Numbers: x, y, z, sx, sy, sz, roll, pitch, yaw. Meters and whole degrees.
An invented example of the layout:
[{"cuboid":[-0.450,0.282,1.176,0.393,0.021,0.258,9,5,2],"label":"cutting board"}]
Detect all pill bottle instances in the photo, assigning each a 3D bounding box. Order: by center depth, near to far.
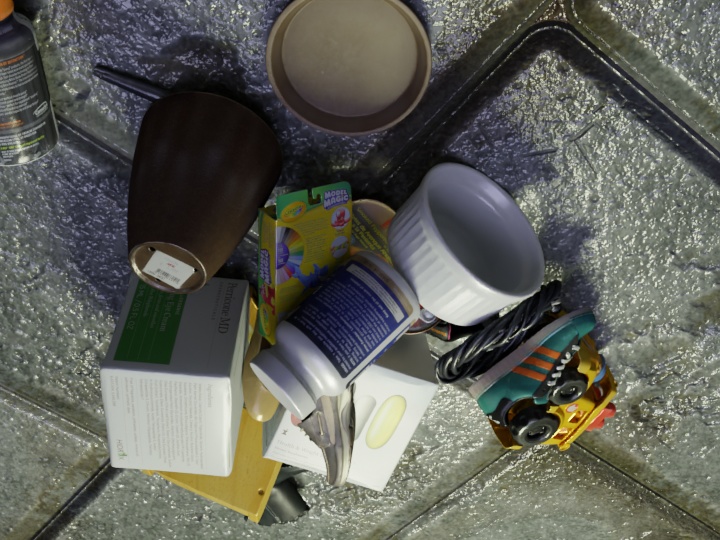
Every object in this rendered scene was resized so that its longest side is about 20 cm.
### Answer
[{"cuboid":[-0.425,-0.233,1.162,0.105,0.107,0.201,1,129,1],"label":"pill bottle"},{"cuboid":[-0.032,0.080,1.207,0.200,0.115,0.116,-43,126,-16],"label":"pill bottle"}]

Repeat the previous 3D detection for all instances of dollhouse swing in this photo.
[{"cuboid":[-0.221,0.289,1.563,0.199,0.176,0.183,21,87,6],"label":"dollhouse swing"}]

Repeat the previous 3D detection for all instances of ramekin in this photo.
[{"cuboid":[0.128,-0.028,1.253,0.200,0.201,0.098,31,131,-21],"label":"ramekin"}]

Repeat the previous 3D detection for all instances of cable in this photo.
[{"cuboid":[0.184,0.087,1.288,0.199,0.163,0.051,-34,81,-4],"label":"cable"}]

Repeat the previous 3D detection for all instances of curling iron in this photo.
[{"cuboid":[-0.238,-0.203,1.229,0.199,0.026,0.050,24,129,-16],"label":"curling iron"}]

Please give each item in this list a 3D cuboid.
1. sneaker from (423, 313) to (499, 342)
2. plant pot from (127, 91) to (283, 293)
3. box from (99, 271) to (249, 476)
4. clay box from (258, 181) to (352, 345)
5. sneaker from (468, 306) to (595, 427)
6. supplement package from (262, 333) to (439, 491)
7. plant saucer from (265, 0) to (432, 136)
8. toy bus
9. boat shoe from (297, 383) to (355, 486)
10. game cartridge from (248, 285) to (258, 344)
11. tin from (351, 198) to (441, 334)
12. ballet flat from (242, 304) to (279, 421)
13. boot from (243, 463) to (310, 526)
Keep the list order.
[{"cuboid":[0.103,0.058,1.389,0.198,0.087,0.081,-1,129,3],"label":"sneaker"},{"cuboid":[-0.204,-0.077,1.194,0.185,0.201,0.188,7,142,6],"label":"plant pot"},{"cuboid":[-0.247,0.140,1.360,0.170,0.200,0.201,6,130,-2],"label":"box"},{"cuboid":[-0.070,-0.015,1.242,0.114,0.048,0.201,-15,120,-33],"label":"clay box"},{"cuboid":[0.246,0.133,1.334,0.200,0.080,0.071,-39,162,11],"label":"sneaker"},{"cuboid":[-0.019,0.175,1.423,0.190,0.147,0.201,18,115,-15],"label":"supplement package"},{"cuboid":[-0.014,-0.252,1.180,0.198,0.030,0.201,1,129,1],"label":"plant saucer"},{"cuboid":[0.307,0.171,1.457,0.191,0.136,0.201,14,127,-26],"label":"toy bus"},{"cuboid":[-0.045,0.191,1.313,0.073,0.075,0.202,2,109,5],"label":"boat shoe"},{"cuboid":[-0.211,0.119,1.487,0.199,0.033,0.177,-18,126,15],"label":"game cartridge"},{"cuboid":[0.037,-0.007,1.317,0.112,0.042,0.200,-40,93,8],"label":"tin"},{"cuboid":[-0.120,0.106,1.365,0.068,0.201,0.063,19,153,-34],"label":"ballet flat"},{"cuboid":[-0.130,0.354,1.648,0.197,0.074,0.163,-10,126,20],"label":"boot"}]
